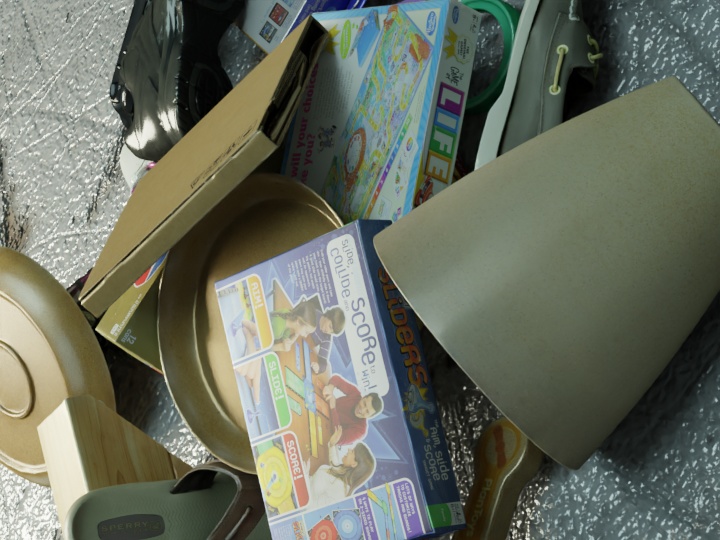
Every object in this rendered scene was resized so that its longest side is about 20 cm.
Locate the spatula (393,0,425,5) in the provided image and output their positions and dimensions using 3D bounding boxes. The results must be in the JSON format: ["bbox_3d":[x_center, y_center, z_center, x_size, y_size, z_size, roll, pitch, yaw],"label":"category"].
[{"bbox_3d":[-0.027,-0.140,1.765,0.200,0.021,0.057,-29,55,38],"label":"spatula"}]

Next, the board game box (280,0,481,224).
[{"bbox_3d":[0.005,-0.079,1.607,0.134,0.034,0.200,1,76,45],"label":"board game box"}]

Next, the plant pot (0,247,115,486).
[{"bbox_3d":[-0.266,0.080,1.846,0.200,0.027,0.200,24,126,37],"label":"plant pot"}]

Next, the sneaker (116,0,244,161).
[{"bbox_3d":[-0.142,-0.173,1.781,0.091,0.076,0.200,-18,55,39],"label":"sneaker"}]

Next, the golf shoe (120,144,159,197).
[{"bbox_3d":[-0.140,-0.068,1.808,0.200,0.091,0.075,34,100,51],"label":"golf shoe"}]

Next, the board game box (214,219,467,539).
[{"bbox_3d":[-0.015,0.083,1.507,0.135,0.034,0.200,-22,76,40],"label":"board game box"}]

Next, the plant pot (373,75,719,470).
[{"bbox_3d":[0.144,-0.015,1.426,0.200,0.187,0.187,-41,46,10],"label":"plant pot"}]

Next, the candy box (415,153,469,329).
[{"bbox_3d":[0.000,0.000,1.650,0.200,0.055,0.116,-48,45,23],"label":"candy box"}]

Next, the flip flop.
[{"bbox_3d":[-0.101,0.160,1.614,0.058,0.200,0.081,103,158,-65],"label":"flip flop"}]

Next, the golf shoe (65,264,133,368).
[{"bbox_3d":[-0.206,0.038,1.864,0.200,0.077,0.088,-27,25,46],"label":"golf shoe"}]

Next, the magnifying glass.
[{"bbox_3d":[0.040,-0.125,1.682,0.200,0.022,0.080,-32,60,39],"label":"magnifying glass"}]

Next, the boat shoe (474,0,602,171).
[{"bbox_3d":[0.125,-0.124,1.563,0.060,0.072,0.202,14,68,9],"label":"boat shoe"}]

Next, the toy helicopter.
[{"bbox_3d":[0.073,0.185,1.481,0.132,0.079,0.200,2,68,51],"label":"toy helicopter"}]

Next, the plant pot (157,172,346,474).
[{"bbox_3d":[-0.058,0.035,1.589,0.200,0.027,0.200,-1,89,42],"label":"plant pot"}]

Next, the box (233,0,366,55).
[{"bbox_3d":[-0.052,-0.229,1.799,0.119,0.041,0.200,-60,32,10],"label":"box"}]

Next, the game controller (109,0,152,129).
[{"bbox_3d":[-0.154,-0.208,1.890,0.042,0.104,0.200,15,81,7],"label":"game controller"}]

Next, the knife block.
[{"bbox_3d":[-0.167,0.209,1.656,0.064,0.200,0.176,-41,16,54],"label":"knife block"}]

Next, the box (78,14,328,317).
[{"bbox_3d":[-0.106,-0.072,1.624,0.200,0.021,0.164,-41,16,32],"label":"box"}]

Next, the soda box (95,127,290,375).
[{"bbox_3d":[-0.103,-0.021,1.692,0.200,0.064,0.068,-57,19,-5],"label":"soda box"}]
